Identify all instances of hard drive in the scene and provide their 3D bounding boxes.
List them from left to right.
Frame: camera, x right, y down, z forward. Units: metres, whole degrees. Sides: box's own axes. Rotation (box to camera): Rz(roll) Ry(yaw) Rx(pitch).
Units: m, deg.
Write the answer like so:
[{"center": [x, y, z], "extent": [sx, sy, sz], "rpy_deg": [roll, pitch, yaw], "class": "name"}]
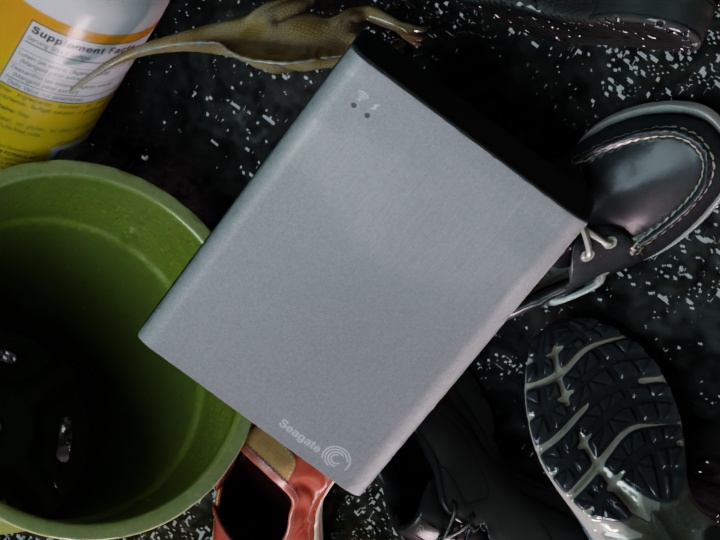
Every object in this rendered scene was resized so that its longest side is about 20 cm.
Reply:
[{"center": [0.000, 0.000, 1.346], "extent": [0.139, 0.033, 0.200], "rpy_deg": [36, 119, -4], "class": "hard drive"}]

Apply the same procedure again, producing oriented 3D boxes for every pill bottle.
[{"center": [-0.164, -0.139, 1.435], "extent": [0.111, 0.111, 0.200], "rpy_deg": [41, 126, 7], "class": "pill bottle"}]

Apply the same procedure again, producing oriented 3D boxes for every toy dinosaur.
[{"center": [-0.041, -0.117, 1.378], "extent": [0.199, 0.101, 0.058], "rpy_deg": [7, 111, 24], "class": "toy dinosaur"}]

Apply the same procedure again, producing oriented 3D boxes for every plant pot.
[{"center": [-0.179, 0.064, 1.489], "extent": [0.200, 0.200, 0.190], "rpy_deg": [53, 152, -1], "class": "plant pot"}]

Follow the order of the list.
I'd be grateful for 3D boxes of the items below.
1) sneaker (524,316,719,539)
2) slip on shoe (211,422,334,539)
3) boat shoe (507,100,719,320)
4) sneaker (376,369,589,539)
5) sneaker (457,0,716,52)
[{"center": [0.134, 0.121, 1.404], "extent": [0.201, 0.077, 0.086], "rpy_deg": [64, 166, 11], "class": "sneaker"}, {"center": [-0.055, 0.134, 1.508], "extent": [0.074, 0.061, 0.200], "rpy_deg": [41, 146, 15], "class": "slip on shoe"}, {"center": [0.099, -0.019, 1.370], "extent": [0.200, 0.060, 0.076], "rpy_deg": [-34, 93, 36], "class": "boat shoe"}, {"center": [0.061, 0.133, 1.443], "extent": [0.200, 0.091, 0.076], "rpy_deg": [45, 122, 3], "class": "sneaker"}, {"center": [0.127, -0.160, 1.288], "extent": [0.200, 0.060, 0.105], "rpy_deg": [14, 84, 54], "class": "sneaker"}]
